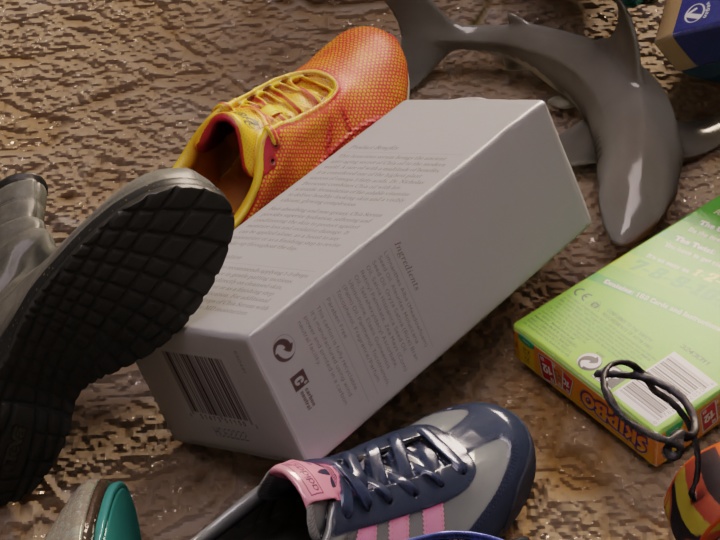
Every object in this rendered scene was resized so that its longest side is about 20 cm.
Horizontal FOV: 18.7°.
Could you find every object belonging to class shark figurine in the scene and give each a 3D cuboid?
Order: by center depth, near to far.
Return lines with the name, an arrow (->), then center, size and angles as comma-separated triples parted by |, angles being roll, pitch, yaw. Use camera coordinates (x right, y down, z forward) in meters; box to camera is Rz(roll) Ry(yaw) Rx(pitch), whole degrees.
shark figurine -> 0.108, -0.109, 1.121 | 0.128, 0.090, 0.214 | -29, 49, -26

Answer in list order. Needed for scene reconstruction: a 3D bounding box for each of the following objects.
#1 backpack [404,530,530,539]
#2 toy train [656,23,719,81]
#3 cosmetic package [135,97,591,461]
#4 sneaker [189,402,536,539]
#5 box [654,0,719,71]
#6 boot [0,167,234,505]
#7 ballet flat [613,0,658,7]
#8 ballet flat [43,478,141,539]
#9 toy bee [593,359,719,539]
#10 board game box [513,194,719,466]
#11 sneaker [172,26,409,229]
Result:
backpack -> 0.016, 0.189, 0.746 | 0.190, 0.154, 0.200 | -28, 70, -21
toy train -> 0.262, -0.134, 1.140 | 0.200, 0.085, 0.116 | 20, 58, 25
cosmetic package -> 0.000, 0.000, 0.999 | 0.200, 0.071, 0.101 | -39, 27, -31
sneaker -> -0.003, 0.101, 0.903 | 0.200, 0.082, 0.070 | -35, 50, -29
box -> 0.244, -0.166, 1.057 | 0.200, 0.032, 0.121 | -7, 53, 39
boot -> -0.141, -0.003, 0.970 | 0.068, 0.200, 0.131 | 22, 32, -36
ballet flat -> 0.129, -0.181, 1.153 | 0.071, 0.071, 0.200 | -14, 11, -10
ballet flat -> -0.118, 0.162, 0.864 | 0.062, 0.067, 0.200 | -14, 42, 5
toy bee -> 0.169, 0.092, 0.898 | 0.200, 0.109, 0.131 | 22, 35, -6
board game box -> 0.177, 0.010, 1.025 | 0.200, 0.030, 0.096 | -32, 49, -24
sneaker -> -0.038, -0.061, 1.080 | 0.073, 0.077, 0.200 | 22, 53, 25
